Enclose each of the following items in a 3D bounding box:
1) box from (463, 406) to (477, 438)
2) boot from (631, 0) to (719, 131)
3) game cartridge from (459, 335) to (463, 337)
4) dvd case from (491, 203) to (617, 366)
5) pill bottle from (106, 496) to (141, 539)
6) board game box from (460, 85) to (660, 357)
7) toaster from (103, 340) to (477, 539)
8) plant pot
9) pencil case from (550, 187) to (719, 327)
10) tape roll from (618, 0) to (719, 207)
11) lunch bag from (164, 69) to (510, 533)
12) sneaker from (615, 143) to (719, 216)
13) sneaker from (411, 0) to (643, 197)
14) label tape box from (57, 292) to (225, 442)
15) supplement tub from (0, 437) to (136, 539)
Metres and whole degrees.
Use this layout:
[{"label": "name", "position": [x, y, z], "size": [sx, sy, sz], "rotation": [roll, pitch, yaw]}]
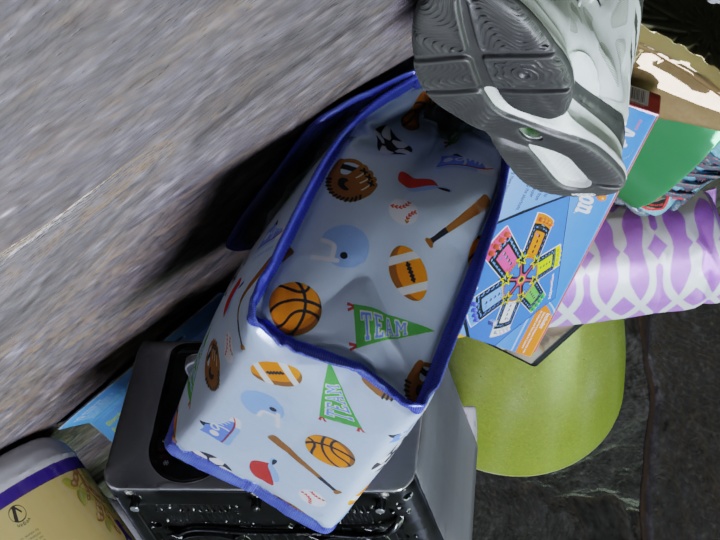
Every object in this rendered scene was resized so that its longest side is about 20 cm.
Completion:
[{"label": "box", "position": [-0.016, 0.123, 1.875], "size": [0.199, 0.037, 0.144], "rotation": [1, 172, 0]}, {"label": "boot", "position": [0.129, -0.073, 1.394], "size": [0.200, 0.175, 0.066], "rotation": [-46, -158, 38]}, {"label": "game cartridge", "position": [0.097, -0.045, 1.561], "size": [0.177, 0.032, 0.200], "rotation": [-66, 165, 9]}, {"label": "dvd case", "position": [0.131, -0.017, 1.790], "size": [0.200, 0.142, 0.018], "rotation": [-45, -150, 35]}, {"label": "pill bottle", "position": [-0.191, 0.210, 1.736], "size": [0.111, 0.112, 0.200], "rotation": [-36, 172, -3]}, {"label": "board game box", "position": [0.081, -0.037, 1.381], "size": [0.019, 0.103, 0.200], "rotation": [-76, -173, -46]}, {"label": "toaster", "position": [-0.028, 0.124, 1.438], "size": [0.180, 0.119, 0.200], "rotation": [-1, 147, 16]}, {"label": "plant pot", "position": [0.130, 0.030, 1.954], "size": [0.187, 0.187, 0.200], "rotation": [-33, 155, -24]}, {"label": "pencil case", "position": [0.153, -0.007, 1.717], "size": [0.199, 0.086, 0.084], "rotation": [-5, 133, -3]}, {"label": "tape roll", "position": [0.207, -0.130, 1.494], "size": [0.201, 0.048, 0.200], "rotation": [-52, -175, 7]}, {"label": "lunch bag", "position": [-0.006, 0.002, 1.280], "size": [0.200, 0.124, 0.170], "rotation": [-64, -174, -31]}, {"label": "sneaker", "position": [0.215, -0.070, 1.626], "size": [0.096, 0.079, 0.200], "rotation": [-54, -163, -11]}, {"label": "sneaker", "position": [0.082, -0.125, 1.196], "size": [0.075, 0.116, 0.201], "rotation": [1, 157, 23]}, {"label": "label tape box", "position": [-0.079, 0.067, 1.565], "size": [0.144, 0.063, 0.200], "rotation": [-40, 172, 21]}, {"label": "supplement tub", "position": [-0.181, 0.216, 1.487], "size": [0.145, 0.200, 0.145], "rotation": [-36, 173, -5]}]
